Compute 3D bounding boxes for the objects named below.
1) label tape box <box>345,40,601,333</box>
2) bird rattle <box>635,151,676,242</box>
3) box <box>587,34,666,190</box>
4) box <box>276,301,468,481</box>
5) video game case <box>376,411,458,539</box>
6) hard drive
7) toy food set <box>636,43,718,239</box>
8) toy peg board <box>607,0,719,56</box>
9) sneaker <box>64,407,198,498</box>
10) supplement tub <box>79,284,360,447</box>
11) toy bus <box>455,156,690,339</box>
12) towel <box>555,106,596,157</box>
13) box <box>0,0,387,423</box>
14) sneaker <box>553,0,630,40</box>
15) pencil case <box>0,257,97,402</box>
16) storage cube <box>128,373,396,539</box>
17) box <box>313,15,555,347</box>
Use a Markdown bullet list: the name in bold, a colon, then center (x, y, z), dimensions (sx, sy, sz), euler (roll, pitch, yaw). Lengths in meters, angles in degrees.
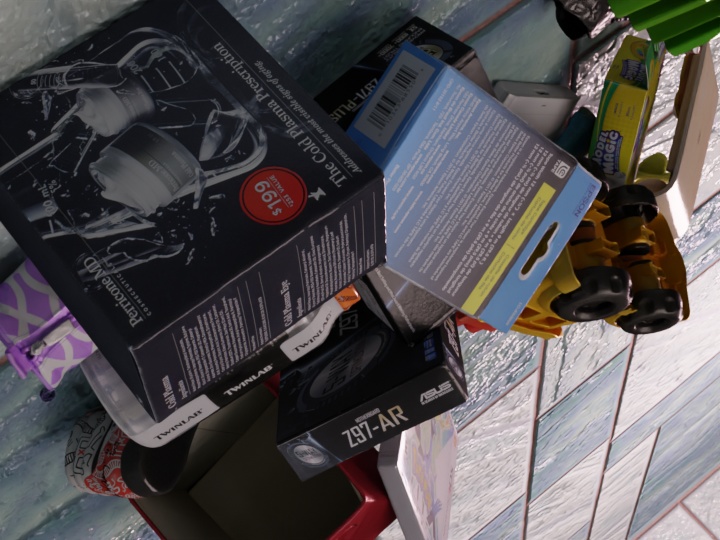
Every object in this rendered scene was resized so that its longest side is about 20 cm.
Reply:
- **label tape box**: center (0.072, -0.056, 1.017), dimensions (0.199, 0.066, 0.144), euler (29, 97, -42)
- **bird rattle**: center (0.278, -0.031, 1.507), dimensions (0.112, 0.163, 0.201), euler (2, 123, -32)
- **box**: center (0.254, -0.138, 1.332), dimensions (0.117, 0.048, 0.201), euler (-56, 159, -53)
- **box**: center (0.007, 0.076, 1.186), dimensions (0.159, 0.200, 0.044), euler (-27, 116, 14)
- **video game case**: center (0.060, 0.175, 1.322), dimensions (0.022, 0.183, 0.201), euler (-5, 135, 16)
- **hard drive**: center (0.120, -0.092, 1.318), dimensions (0.131, 0.026, 0.201), euler (-7, 136, -52)
- **toy food set**: center (0.312, -0.139, 1.377), dimensions (0.143, 0.060, 0.201), euler (42, 61, -66)
- **toy peg board**: center (0.248, -0.274, 1.085), dimensions (0.097, 0.201, 0.200), euler (-21, 165, 27)
- **sneaker**: center (-0.173, 0.106, 1.152), dimensions (0.067, 0.107, 0.202), euler (57, 41, -30)
- **supplement tub**: center (-0.107, 0.034, 1.030), dimensions (0.199, 0.123, 0.123), euler (-32, 155, 2)
- **toy bus**: center (0.179, 0.007, 1.259), dimensions (0.199, 0.137, 0.191), euler (16, 144, -43)
- **towel**: center (0.171, -0.071, 1.388), dimensions (0.200, 0.022, 0.147), euler (-49, 165, 2)
- **box**: center (-0.113, -0.047, 0.841), dimensions (0.182, 0.200, 0.104), euler (-36, 155, -17)
- **sneaker**: center (0.209, -0.241, 1.188), dimensions (0.104, 0.060, 0.200), euler (-47, 149, 4)
- **pencil case**: center (-0.172, -0.005, 0.950), dimensions (0.200, 0.084, 0.085), euler (-43, -168, -7)
- **storage cube**: center (-0.080, 0.209, 1.296), dimensions (0.171, 0.200, 0.180), euler (-47, 161, 6)
- **box**: center (0.043, -0.067, 1.092), dimensions (0.163, 0.086, 0.200), euler (-39, 131, -9)
